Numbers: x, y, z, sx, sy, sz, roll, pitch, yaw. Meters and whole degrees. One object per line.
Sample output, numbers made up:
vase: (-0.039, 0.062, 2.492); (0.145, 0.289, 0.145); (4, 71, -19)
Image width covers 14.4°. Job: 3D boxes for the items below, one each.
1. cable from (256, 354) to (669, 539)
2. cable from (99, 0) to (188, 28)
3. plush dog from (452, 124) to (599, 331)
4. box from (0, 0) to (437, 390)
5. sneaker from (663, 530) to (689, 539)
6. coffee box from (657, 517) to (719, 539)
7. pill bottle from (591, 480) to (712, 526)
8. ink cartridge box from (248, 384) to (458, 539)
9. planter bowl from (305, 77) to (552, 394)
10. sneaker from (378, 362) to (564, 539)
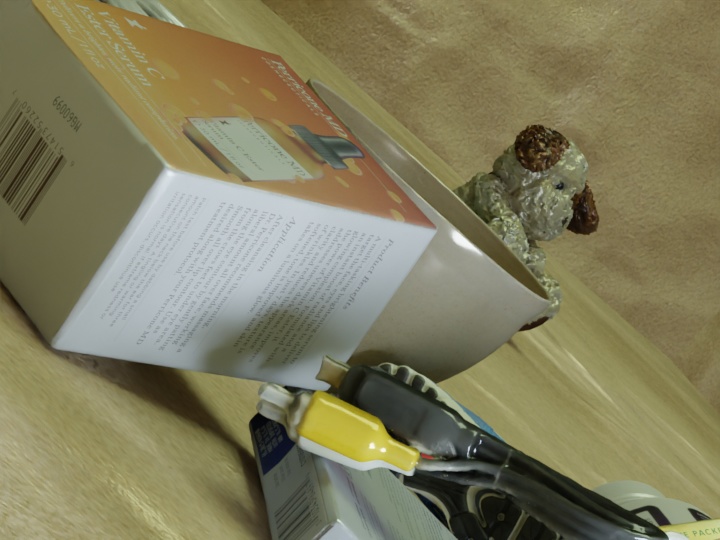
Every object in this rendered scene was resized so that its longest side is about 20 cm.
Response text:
cable: (0.048, 0.095, 1.314); (0.199, 0.051, 0.097); (29, 3, 14)
cable: (-0.148, -0.142, 2.012); (0.200, 0.069, 0.200); (36, 11, -51)
plush dog: (0.148, -0.059, 2.748); (0.161, 0.172, 0.200); (46, -3, 28)
box: (-0.090, -0.038, 1.375); (0.200, 0.107, 0.152); (11, 30, -51)
sneaker: (0.126, 0.196, 1.255); (0.067, 0.090, 0.201); (36, 29, -31)
coffee box: (0.185, 0.221, 1.455); (0.122, 0.044, 0.201); (-2, 54, -34)
pill bottle: (0.184, 0.203, 1.693); (0.111, 0.111, 0.200); (41, 6, -25)
ink cartridge box: (0.033, 0.158, 1.368); (0.200, 0.041, 0.200); (44, 7, -16)
planter bowl: (0.000, 0.000, 1.737); (0.200, 0.135, 0.200); (41, 6, -6)
sneaker: (0.079, 0.131, 1.664); (0.200, 0.079, 0.089); (46, 9, 17)
